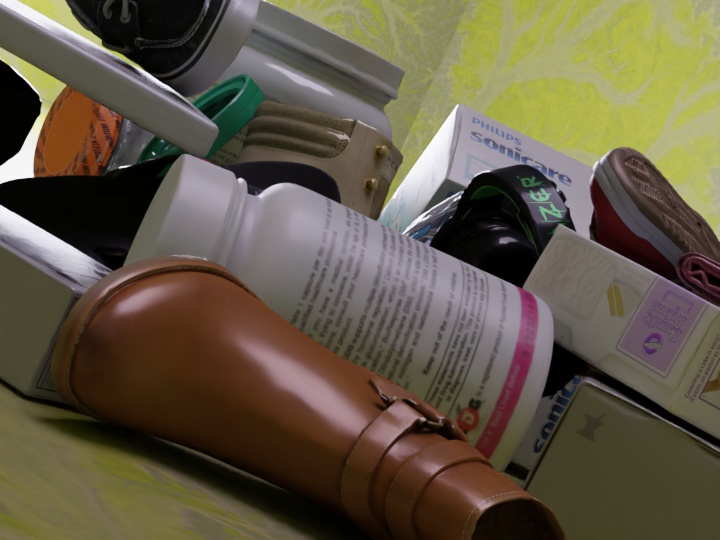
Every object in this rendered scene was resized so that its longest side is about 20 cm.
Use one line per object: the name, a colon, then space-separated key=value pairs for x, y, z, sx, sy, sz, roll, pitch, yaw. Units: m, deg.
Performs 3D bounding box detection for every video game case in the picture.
video game case: x=-0.179 y=-0.129 z=1.143 sx=0.199 sy=0.023 sz=0.182 roll=28 pitch=4 yaw=-15

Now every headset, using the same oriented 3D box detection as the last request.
headset: x=0.071 y=0.028 z=1.174 sx=0.093 sy=0.201 sz=0.124 roll=-12 pitch=58 yaw=-19

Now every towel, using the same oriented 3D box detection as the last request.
towel: x=0.250 y=0.044 z=1.118 sx=0.143 sy=0.023 sz=0.200 roll=28 pitch=-1 yaw=20

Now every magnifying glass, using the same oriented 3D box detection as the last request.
magnifying glass: x=-0.119 y=-0.053 z=1.181 sx=0.079 sy=0.200 sz=0.022 roll=-21 pitch=-65 yaw=41

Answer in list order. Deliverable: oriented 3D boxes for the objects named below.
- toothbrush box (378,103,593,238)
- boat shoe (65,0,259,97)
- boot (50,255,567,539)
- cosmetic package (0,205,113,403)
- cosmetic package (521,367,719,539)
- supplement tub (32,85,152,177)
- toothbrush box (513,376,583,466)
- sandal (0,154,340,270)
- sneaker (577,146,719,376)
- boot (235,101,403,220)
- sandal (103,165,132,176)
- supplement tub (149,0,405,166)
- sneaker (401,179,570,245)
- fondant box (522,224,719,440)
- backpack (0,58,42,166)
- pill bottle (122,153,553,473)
toothbrush box: x=0.083 y=0.000 z=1.452 sx=0.146 sy=0.200 sz=0.086 roll=25 pitch=42 yaw=-13
boat shoe: x=-0.122 y=-0.152 z=1.177 sx=0.068 sy=0.072 sz=0.200 roll=29 pitch=1 yaw=-27
boot: x=-0.013 y=0.065 z=0.800 sx=0.154 sy=0.074 sz=0.199 roll=33 pitch=9 yaw=37
cosmetic package: x=-0.165 y=-0.002 z=0.877 sx=0.199 sy=0.051 sz=0.082 roll=28 pitch=3 yaw=37
cosmetic package: x=0.139 y=0.112 z=1.052 sx=0.103 sy=0.088 sz=0.200 roll=29 pitch=2 yaw=9
supplement tub: x=-0.142 y=-0.069 z=1.569 sx=0.199 sy=0.123 sz=0.122 roll=24 pitch=3 yaw=-32
toothbrush box: x=0.198 y=0.085 z=1.330 sx=0.199 sy=0.147 sz=0.085 roll=24 pitch=2 yaw=-5
sandal: x=-0.106 y=-0.030 z=1.100 sx=0.198 sy=0.076 sz=0.045 roll=-3 pitch=-30 yaw=-10
sneaker: x=0.141 y=0.000 z=1.166 sx=0.200 sy=0.112 sz=0.072 roll=34 pitch=31 yaw=-60
boot: x=0.000 y=0.000 z=1.158 sx=0.199 sy=0.156 sz=0.073 roll=23 pitch=-24 yaw=8
sandal: x=-0.086 y=0.014 z=1.223 sx=0.200 sy=0.055 sz=0.082 roll=40 pitch=31 yaw=7
supplement tub: x=-0.067 y=-0.064 z=1.327 sx=0.144 sy=0.201 sz=0.145 roll=25 pitch=3 yaw=-1
sneaker: x=0.041 y=0.011 z=1.296 sx=0.086 sy=0.199 sz=0.078 roll=14 pitch=-44 yaw=60
fondant box: x=0.195 y=0.059 z=1.065 sx=0.199 sy=0.059 sz=0.144 roll=27 pitch=3 yaw=-34
backpack: x=-0.301 y=-0.124 z=1.220 sx=0.162 sy=0.154 sz=0.200 roll=16 pitch=28 yaw=-36
pill bottle: x=-0.016 y=0.027 z=1.000 sx=0.199 sy=0.114 sz=0.113 roll=25 pitch=3 yaw=-13
